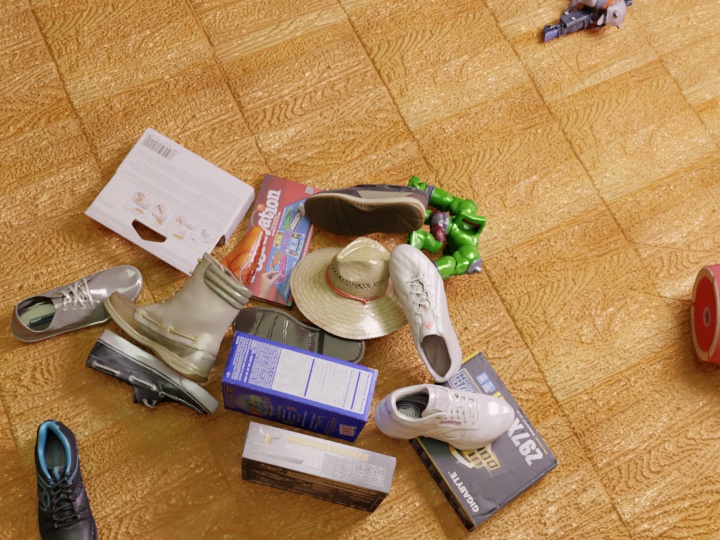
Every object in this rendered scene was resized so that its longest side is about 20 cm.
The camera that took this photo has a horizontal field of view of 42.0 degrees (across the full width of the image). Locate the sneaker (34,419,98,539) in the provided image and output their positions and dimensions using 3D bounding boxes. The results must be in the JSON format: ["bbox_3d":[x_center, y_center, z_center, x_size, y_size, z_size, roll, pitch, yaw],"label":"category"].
[{"bbox_3d":[-0.397,0.296,1.232,0.072,0.082,0.204,-15,72,-15],"label":"sneaker"}]

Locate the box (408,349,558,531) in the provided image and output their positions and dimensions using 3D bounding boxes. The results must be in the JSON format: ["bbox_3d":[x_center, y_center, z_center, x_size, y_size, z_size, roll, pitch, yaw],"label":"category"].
[{"bbox_3d":[0.164,0.242,1.349,0.158,0.050,0.202,-29,74,-20],"label":"box"}]

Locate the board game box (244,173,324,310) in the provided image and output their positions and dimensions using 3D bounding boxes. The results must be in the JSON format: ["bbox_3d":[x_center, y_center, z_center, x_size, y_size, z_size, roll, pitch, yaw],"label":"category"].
[{"bbox_3d":[-0.128,-0.047,1.443,0.101,0.020,0.204,15,67,0],"label":"board game box"}]

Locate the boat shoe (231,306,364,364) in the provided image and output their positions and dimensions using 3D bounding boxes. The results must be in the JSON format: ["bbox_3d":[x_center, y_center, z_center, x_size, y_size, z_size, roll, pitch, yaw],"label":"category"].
[{"bbox_3d":[-0.092,0.107,1.361,0.196,0.068,0.073,17,75,-2],"label":"boat shoe"}]

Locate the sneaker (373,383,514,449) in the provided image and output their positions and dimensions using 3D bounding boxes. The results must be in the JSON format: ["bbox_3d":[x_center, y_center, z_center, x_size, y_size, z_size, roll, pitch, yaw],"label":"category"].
[{"bbox_3d":[0.120,0.198,1.282,0.195,0.100,0.076,2,65,-8],"label":"sneaker"}]

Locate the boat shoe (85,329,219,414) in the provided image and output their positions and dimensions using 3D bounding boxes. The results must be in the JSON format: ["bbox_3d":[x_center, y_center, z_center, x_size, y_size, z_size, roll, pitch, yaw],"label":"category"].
[{"bbox_3d":[-0.292,0.159,1.308,0.197,0.072,0.069,30,72,2],"label":"boat shoe"}]

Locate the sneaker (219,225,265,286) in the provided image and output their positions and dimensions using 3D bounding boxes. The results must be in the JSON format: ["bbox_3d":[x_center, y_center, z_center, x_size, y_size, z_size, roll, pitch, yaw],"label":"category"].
[{"bbox_3d":[-0.204,0.016,1.359,0.076,0.073,0.202,32,81,3],"label":"sneaker"}]

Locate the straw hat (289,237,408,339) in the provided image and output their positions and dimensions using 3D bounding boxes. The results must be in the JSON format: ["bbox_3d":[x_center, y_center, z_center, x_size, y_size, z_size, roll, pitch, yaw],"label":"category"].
[{"bbox_3d":[0.000,0.000,1.369,0.196,0.086,0.204,9,43,-9],"label":"straw hat"}]

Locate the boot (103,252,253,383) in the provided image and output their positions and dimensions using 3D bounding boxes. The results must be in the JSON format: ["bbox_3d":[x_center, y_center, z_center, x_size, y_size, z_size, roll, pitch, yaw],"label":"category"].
[{"bbox_3d":[-0.254,0.042,1.306,0.198,0.072,0.157,31,91,24],"label":"boot"}]

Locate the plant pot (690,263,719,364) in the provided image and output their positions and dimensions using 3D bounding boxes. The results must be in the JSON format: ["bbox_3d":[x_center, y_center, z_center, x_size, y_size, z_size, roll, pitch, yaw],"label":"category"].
[{"bbox_3d":[0.604,0.067,1.412,0.173,0.201,0.205,0,67,3],"label":"plant pot"}]

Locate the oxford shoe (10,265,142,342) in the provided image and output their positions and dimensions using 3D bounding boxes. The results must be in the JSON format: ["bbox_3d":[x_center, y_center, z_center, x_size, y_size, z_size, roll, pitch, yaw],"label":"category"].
[{"bbox_3d":[-0.407,0.045,1.348,0.197,0.058,0.076,-22,70,-17],"label":"oxford shoe"}]

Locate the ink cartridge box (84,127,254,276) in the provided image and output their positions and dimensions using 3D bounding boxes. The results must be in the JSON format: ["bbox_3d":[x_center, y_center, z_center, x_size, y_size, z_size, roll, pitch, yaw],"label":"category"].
[{"bbox_3d":[-0.288,-0.098,1.428,0.197,0.045,0.178,29,66,5],"label":"ink cartridge box"}]

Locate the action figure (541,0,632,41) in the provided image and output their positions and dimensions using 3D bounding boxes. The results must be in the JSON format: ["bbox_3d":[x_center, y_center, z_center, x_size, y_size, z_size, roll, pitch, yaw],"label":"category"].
[{"bbox_3d":[0.387,-0.493,1.653,0.198,0.105,0.194,-32,65,-20],"label":"action figure"}]

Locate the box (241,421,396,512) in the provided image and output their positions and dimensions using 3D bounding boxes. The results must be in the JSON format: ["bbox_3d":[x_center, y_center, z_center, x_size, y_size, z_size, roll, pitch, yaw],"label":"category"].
[{"bbox_3d":[-0.061,0.265,1.249,0.195,0.159,0.049,14,66,-1],"label":"box"}]

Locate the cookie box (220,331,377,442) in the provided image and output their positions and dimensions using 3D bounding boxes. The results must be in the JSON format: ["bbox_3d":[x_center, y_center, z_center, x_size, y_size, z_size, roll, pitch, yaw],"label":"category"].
[{"bbox_3d":[-0.085,0.163,1.281,0.196,0.172,0.077,16,69,-2],"label":"cookie box"}]

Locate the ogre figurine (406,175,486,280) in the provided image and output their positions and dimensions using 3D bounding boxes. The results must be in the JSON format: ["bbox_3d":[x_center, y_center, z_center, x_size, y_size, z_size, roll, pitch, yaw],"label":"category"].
[{"bbox_3d":[0.127,-0.056,1.434,0.117,0.100,0.201,7,30,-6],"label":"ogre figurine"}]

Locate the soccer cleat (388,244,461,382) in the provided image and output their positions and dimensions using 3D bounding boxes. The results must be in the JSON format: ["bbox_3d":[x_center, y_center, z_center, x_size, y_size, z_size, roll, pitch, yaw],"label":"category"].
[{"bbox_3d":[0.093,0.060,1.322,0.068,0.078,0.204,-21,95,18],"label":"soccer cleat"}]

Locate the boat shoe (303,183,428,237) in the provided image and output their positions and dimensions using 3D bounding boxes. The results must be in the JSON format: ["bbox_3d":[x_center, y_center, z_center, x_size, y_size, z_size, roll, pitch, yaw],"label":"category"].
[{"bbox_3d":[0.011,-0.095,1.420,0.196,0.074,0.065,7,38,22],"label":"boat shoe"}]
